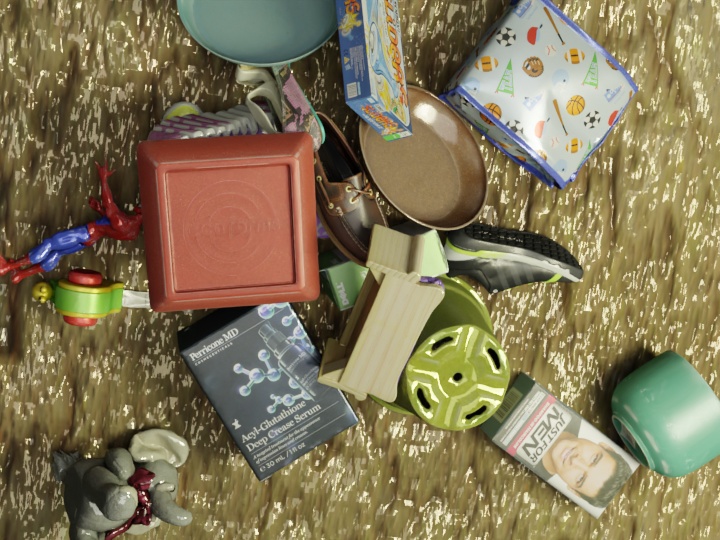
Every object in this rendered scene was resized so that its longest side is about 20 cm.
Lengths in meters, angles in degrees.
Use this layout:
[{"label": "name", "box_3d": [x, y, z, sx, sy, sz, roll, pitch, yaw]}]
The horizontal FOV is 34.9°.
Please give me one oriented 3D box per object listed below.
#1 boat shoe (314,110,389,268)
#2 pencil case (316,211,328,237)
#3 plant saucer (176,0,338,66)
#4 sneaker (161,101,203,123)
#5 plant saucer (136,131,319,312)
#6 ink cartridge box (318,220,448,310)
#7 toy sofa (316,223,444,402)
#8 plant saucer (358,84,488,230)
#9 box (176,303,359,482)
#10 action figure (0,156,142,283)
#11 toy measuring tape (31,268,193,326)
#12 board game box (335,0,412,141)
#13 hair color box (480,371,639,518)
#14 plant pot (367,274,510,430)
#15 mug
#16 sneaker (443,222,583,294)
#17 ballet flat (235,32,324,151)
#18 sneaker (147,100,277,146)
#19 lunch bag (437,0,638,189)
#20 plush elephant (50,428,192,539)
[{"label": "boat shoe", "box_3d": [-0.022, -0.098, 1.373, 0.070, 0.070, 0.200, -27, 79, -36]}, {"label": "pencil case", "box_3d": [-0.117, -0.043, 1.398, 0.200, 0.084, 0.086, -30, 92, -26]}, {"label": "plant saucer", "box_3d": [-0.116, -0.317, 1.356, 0.199, 0.027, 0.201, 1, 63, -2]}, {"label": "sneaker", "box_3d": [-0.215, -0.105, 1.399, 0.075, 0.076, 0.201, 3, 99, -10]}, {"label": "plant saucer", "box_3d": [-0.147, -0.051, 1.300, 0.199, 0.037, 0.201, -4, 104, -8]}, {"label": "ink cartridge box", "box_3d": [0.000, 0.000, 1.448, 0.199, 0.104, 0.059, -20, 103, -7]}, {"label": "toy sofa", "box_3d": [0.026, 0.054, 1.348, 0.097, 0.083, 0.200, 18, 124, -5]}, {"label": "plant saucer", "box_3d": [0.072, -0.136, 1.429, 0.200, 0.037, 0.201, 16, 60, -30]}, {"label": "box", "box_3d": [-0.118, 0.134, 1.448, 0.148, 0.107, 0.200, -31, 104, -4]}, {"label": "action figure", "box_3d": [-0.344, -0.063, 1.383, 0.199, 0.065, 0.099, -17, 74, 5]}, {"label": "toy measuring tape", "box_3d": [-0.303, 0.038, 1.411, 0.199, 0.074, 0.074, 7, 99, -12]}, {"label": "board game box", "box_3d": [0.013, -0.268, 1.348, 0.034, 0.135, 0.201, -12, 74, 20]}, {"label": "hair color box", "box_3d": [0.274, 0.240, 1.572, 0.200, 0.061, 0.099, 37, 91, -16]}, {"label": "plant pot", "box_3d": [0.099, 0.113, 1.448, 0.200, 0.184, 0.201, -2, 101, -11]}, {"label": "mug", "box_3d": [0.418, 0.214, 1.548, 0.114, 0.152, 0.185, -32, 103, -4]}, {"label": "sneaker", "box_3d": [0.194, -0.007, 1.516, 0.199, 0.072, 0.083, 14, 117, -12]}, {"label": "ballet flat", "box_3d": [-0.106, -0.218, 1.355, 0.071, 0.069, 0.200, -14, 62, -19]}, {"label": "sneaker", "box_3d": [-0.164, -0.145, 1.370, 0.200, 0.080, 0.089, -19, 121, -44]}, {"label": "lunch bag", "box_3d": [0.228, -0.223, 1.445, 0.200, 0.124, 0.170, 37, 89, -9]}, {"label": "plush elephant", "box_3d": [-0.283, 0.285, 1.427, 0.154, 0.200, 0.165, 2, 115, -34]}]
